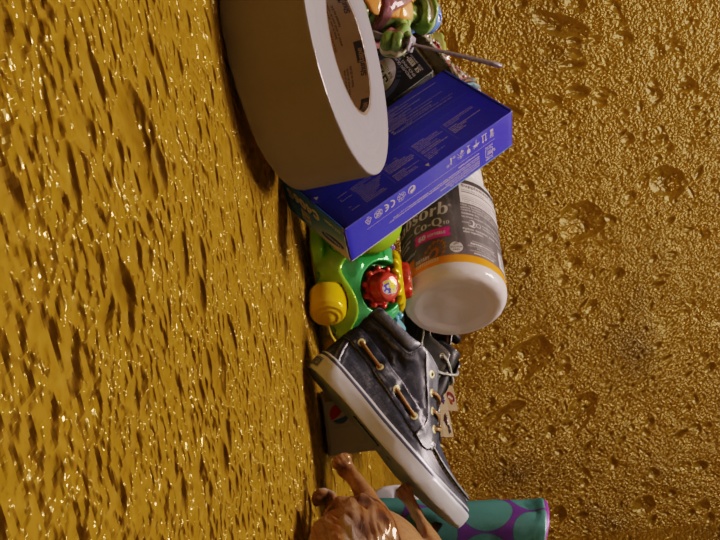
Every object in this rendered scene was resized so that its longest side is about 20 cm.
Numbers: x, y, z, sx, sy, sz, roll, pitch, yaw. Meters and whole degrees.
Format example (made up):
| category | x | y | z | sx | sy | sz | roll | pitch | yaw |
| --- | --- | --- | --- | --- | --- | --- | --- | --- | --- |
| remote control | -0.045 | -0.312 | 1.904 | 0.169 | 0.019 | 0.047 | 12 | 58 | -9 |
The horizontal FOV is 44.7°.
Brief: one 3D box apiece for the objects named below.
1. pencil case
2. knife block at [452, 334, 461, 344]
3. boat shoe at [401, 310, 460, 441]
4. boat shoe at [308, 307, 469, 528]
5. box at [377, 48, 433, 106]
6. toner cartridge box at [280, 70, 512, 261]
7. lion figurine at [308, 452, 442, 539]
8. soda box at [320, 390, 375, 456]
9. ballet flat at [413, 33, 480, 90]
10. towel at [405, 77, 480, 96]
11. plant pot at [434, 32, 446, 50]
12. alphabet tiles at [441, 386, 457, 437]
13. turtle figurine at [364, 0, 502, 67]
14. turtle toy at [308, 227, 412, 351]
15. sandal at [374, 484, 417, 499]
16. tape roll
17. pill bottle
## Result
| category | x | y | z | sx | sy | sz | roll | pitch | yaw |
| --- | --- | --- | --- | --- | --- | --- | --- | --- | --- |
| pencil case | 0.080 | 0.261 | 0.837 | 0.093 | 0.198 | 0.086 | 78 | 12 | -70 |
| knife block | 0.060 | 0.048 | 1.182 | 0.175 | 0.064 | 0.202 | -8 | 91 | -44 |
| boat shoe | 0.080 | 0.109 | 1.005 | 0.072 | 0.067 | 0.202 | 49 | 35 | -49 |
| boat shoe | 0.050 | 0.131 | 0.789 | 0.201 | 0.091 | 0.071 | 50 | -15 | -2 |
| box | 0.009 | -0.228 | 1.045 | 0.164 | 0.086 | 0.200 | 53 | -3 | 14 |
| toner cartridge box | 0.036 | -0.099 | 0.791 | 0.095 | 0.199 | 0.043 | 40 | -24 | 36 |
| lion figurine | 0.027 | 0.220 | 0.697 | 0.199 | 0.073 | 0.123 | 27 | 13 | -38 |
| soda box | 0.006 | 0.152 | 0.921 | 0.200 | 0.067 | 0.064 | 50 | 32 | -82 |
| ballet flat | 0.081 | -0.240 | 1.069 | 0.200 | 0.076 | 0.064 | 50 | 27 | 7 |
| towel | 0.051 | -0.148 | 0.956 | 0.022 | 0.147 | 0.200 | 47 | 28 | 6 |
| plant pot | 0.037 | -0.260 | 1.253 | 0.200 | 0.182 | 0.203 | -8 | 90 | -86 |
| alphabet tiles | 0.076 | 0.107 | 1.085 | 0.166 | 0.006 | 0.202 | 18 | 58 | -62 |
| turtle figurine | 0.017 | -0.279 | 0.831 | 0.200 | 0.192 | 0.145 | -146 | -119 | -62 |
| turtle toy | 0.000 | 0.000 | 0.887 | 0.201 | 0.100 | 0.147 | 78 | 7 | -46 |
| sandal | 0.028 | 0.307 | 0.952 | 0.059 | 0.078 | 0.209 | -91 | 180 | -64 |
| tape roll | -0.038 | -0.167 | 0.688 | 0.200 | 0.066 | 0.202 | -12 | 90 | -74 |
| pill bottle | 0.101 | -0.037 | 1.003 | 0.117 | 0.115 | 0.201 | 77 | 9 | -49 |
